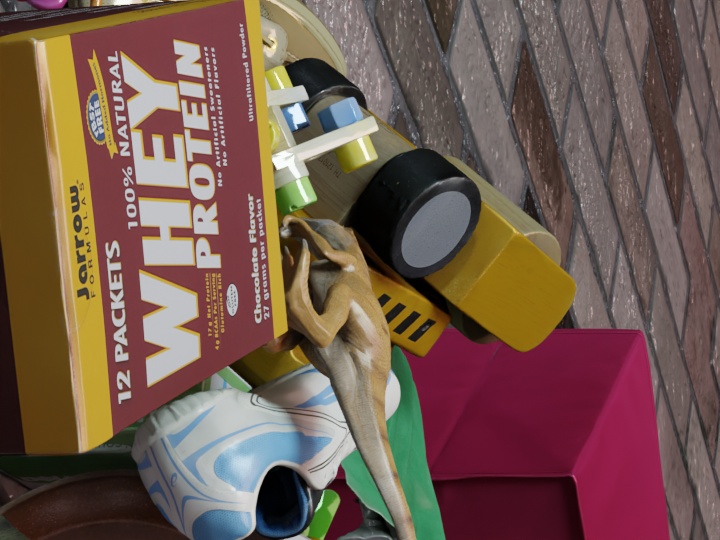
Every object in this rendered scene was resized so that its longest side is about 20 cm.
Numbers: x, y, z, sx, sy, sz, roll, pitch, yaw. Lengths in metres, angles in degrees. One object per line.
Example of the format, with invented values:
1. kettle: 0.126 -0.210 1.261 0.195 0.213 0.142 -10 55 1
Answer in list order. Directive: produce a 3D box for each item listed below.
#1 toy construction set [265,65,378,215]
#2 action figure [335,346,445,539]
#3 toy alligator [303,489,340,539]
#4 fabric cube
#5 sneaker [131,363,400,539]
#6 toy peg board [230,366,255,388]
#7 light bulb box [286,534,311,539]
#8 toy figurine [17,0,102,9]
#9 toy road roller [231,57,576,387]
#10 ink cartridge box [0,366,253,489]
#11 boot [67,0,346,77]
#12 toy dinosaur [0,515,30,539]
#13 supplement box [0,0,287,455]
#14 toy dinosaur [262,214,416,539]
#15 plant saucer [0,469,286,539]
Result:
1. toy construction set: -0.092 -0.044 1.050 0.200 0.131 0.093 4 67 -58
2. action figure: 0.008 0.088 1.291 0.201 0.054 0.118 -93 158 -53
3. toy alligator: -0.048 0.158 1.382 0.054 0.059 0.201 24 71 -21
4. fabric cube: 0.082 0.168 1.568 0.200 0.198 0.198 -55 140 -58
5. sneaker: -0.035 0.082 1.080 0.073 0.072 0.200 63 26 6
6. toy peg board: -0.044 0.017 1.360 0.200 0.097 0.201 -39 124 -67
7. light bulb box: -0.076 0.234 1.196 0.200 0.124 0.200 44 46 -66
8. toy figurine: -0.123 -0.172 1.110 0.185 0.199 0.150 -64 -171 -19
9. toy road roller: 0.000 0.000 1.216 0.146 0.123 0.200 -52 145 5
10. ink cartridge box: -0.106 0.080 1.156 0.200 0.103 0.060 47 44 -63
11. boot: -0.084 -0.082 1.233 0.200 0.072 0.157 33 52 -47
12. toy dinosaur: -0.154 0.144 1.025 0.088 0.200 0.047 -43 175 -24
13. supplement box: -0.155 -0.020 0.868 0.197 0.198 0.134 -30 117 -69
14. toy dinosaur: -0.006 0.034 1.031 0.106 0.060 0.201 30 35 -36
15. plant saucer: -0.105 0.190 1.063 0.034 0.199 0.202 130 -34 -69
